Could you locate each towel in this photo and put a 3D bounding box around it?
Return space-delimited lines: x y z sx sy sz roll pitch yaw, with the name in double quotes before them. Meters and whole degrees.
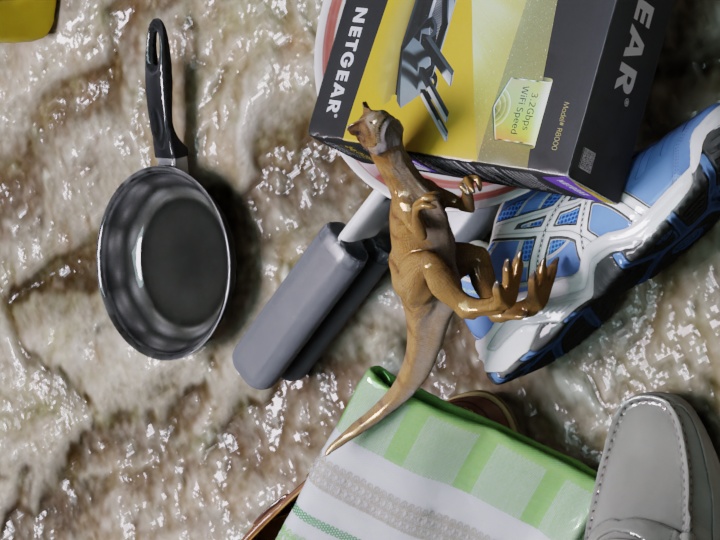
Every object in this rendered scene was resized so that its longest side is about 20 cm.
"towel" 0.028 0.161 1.176 0.149 0.031 0.200 24 116 -3

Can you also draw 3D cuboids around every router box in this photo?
"router box" 0.074 -0.142 1.085 0.157 0.052 0.201 11 82 37

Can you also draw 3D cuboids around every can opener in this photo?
"can opener" 0.000 0.000 1.215 0.200 0.053 0.067 -48 66 34

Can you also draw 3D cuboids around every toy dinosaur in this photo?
"toy dinosaur" 0.036 0.006 1.083 0.106 0.060 0.201 14 124 29

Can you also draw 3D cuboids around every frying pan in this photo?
"frying pan" -0.123 -0.040 1.331 0.115 0.031 0.191 -25 76 40

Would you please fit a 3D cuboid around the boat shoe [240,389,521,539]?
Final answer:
"boat shoe" 0.006 0.129 1.216 0.200 0.067 0.072 -35 73 38

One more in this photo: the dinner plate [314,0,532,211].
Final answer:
"dinner plate" 0.064 -0.124 1.134 0.200 0.024 0.201 -11 70 33

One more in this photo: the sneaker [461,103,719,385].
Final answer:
"sneaker" 0.111 -0.023 1.099 0.200 0.076 0.077 -42 73 35

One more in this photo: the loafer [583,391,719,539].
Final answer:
"loafer" 0.135 0.150 1.072 0.070 0.070 0.201 -16 60 35

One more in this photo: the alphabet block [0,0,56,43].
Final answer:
"alphabet block" -0.310 -0.251 1.362 0.200 0.195 0.197 20 110 37
